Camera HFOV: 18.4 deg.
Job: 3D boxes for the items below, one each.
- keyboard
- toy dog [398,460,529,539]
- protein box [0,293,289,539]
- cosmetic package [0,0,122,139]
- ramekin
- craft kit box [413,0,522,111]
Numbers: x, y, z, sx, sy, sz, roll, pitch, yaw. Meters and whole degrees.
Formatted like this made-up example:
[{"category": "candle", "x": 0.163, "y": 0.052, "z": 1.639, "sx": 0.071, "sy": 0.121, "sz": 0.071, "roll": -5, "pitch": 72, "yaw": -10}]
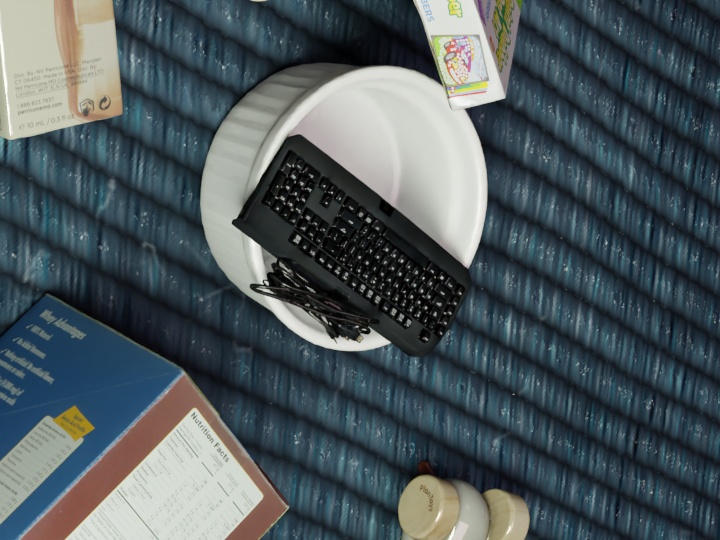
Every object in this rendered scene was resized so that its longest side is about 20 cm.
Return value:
[{"category": "keyboard", "x": 0.000, "y": 0.000, "z": 1.515, "sx": 0.200, "sy": 0.040, "sz": 0.104, "roll": 36, "pitch": 81, "yaw": -35}, {"category": "toy dog", "x": 0.036, "y": 0.227, "z": 1.713, "sx": 0.200, "sy": 0.096, "sz": 0.132, "roll": -44, "pitch": 128, "yaw": 1}, {"category": "protein box", "x": -0.196, "y": 0.150, "z": 1.441, "sx": 0.200, "sy": 0.198, "sz": 0.135, "roll": -45, "pitch": 124, "yaw": -16}, {"category": "cosmetic package", "x": -0.216, "y": -0.194, "z": 1.390, "sx": 0.087, "sy": 0.103, "sz": 0.201, "roll": -16, "pitch": 114, "yaw": -33}, {"category": "ramekin", "x": -0.017, "y": -0.052, "z": 1.574, "sx": 0.200, "sy": 0.098, "sz": 0.202, "roll": -10, "pitch": 108, "yaw": -33}, {"category": "craft kit box", "x": 0.061, "y": -0.243, "z": 1.529, "sx": 0.048, "sy": 0.200, "sz": 0.198, "roll": -10, "pitch": 121, "yaw": 15}]
